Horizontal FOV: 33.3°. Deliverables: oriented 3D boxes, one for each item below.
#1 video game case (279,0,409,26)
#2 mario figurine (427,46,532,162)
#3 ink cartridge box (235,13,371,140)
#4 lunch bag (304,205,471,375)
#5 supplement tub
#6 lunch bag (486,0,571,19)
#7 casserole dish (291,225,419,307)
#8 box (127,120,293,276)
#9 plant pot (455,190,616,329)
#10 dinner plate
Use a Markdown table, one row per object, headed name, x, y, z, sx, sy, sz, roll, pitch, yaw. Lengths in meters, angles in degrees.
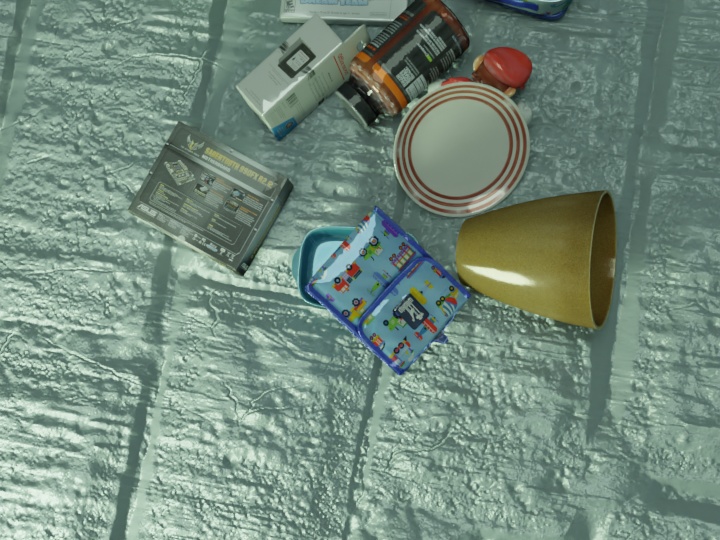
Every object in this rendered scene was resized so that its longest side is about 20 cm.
| name | x | y | z | sx | sy | sz | roll | pitch | yaw |
| --- | --- | --- | --- | --- | --- | --- | --- | --- | --- |
| video game case | -0.018 | -0.467 | 1.852 | 0.198 | 0.024 | 0.184 | 4 | 79 | 9 |
| mario figurine | 0.172 | -0.242 | 1.766 | 0.200 | 0.106 | 0.123 | -41 | 112 | 9 |
| ink cartridge box | -0.079 | -0.297 | 1.779 | 0.200 | 0.116 | 0.067 | -42 | 75 | -2 |
| lunch bag | 0.044 | 0.036 | 1.682 | 0.200 | 0.094 | 0.151 | 42 | 86 | 1 |
| supplement tub | 0.057 | -0.303 | 1.765 | 0.200 | 0.107 | 0.107 | -42 | 76 | -2 |
| lunch bag | 0.233 | -0.468 | 1.785 | 0.198 | 0.082 | 0.162 | 18 | 81 | 11 |
| casserole dish | 0.000 | 0.000 | 1.747 | 0.198 | 0.039 | 0.123 | 3 | 79 | 10 |
| box | -0.224 | -0.108 | 1.796 | 0.199 | 0.048 | 0.159 | 27 | 83 | 12 |
| plant pot | 0.238 | -0.021 | 1.658 | 0.198 | 0.186 | 0.189 | 5 | 79 | 22 |
| dinner plate | 0.143 | -0.174 | 1.723 | 0.198 | 0.024 | 0.202 | -3 | 114 | -7 |
